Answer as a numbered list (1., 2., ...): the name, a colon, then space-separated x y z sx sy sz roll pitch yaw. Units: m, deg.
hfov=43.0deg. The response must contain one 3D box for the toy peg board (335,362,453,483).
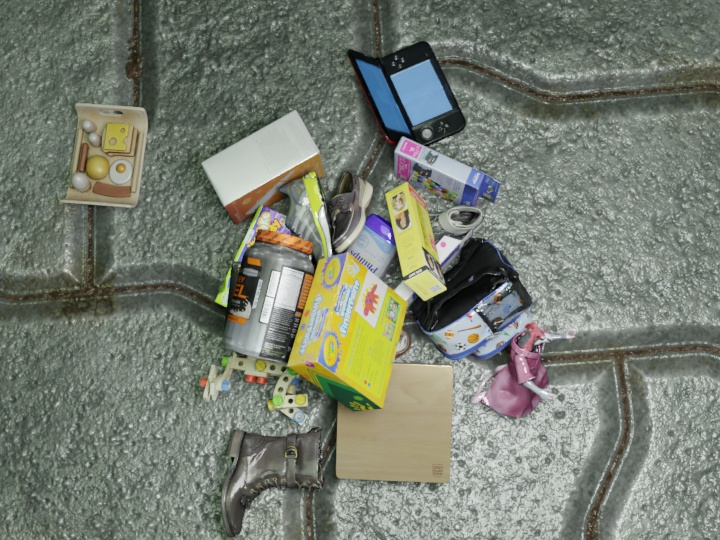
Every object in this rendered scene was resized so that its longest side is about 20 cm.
1. toy peg board: 0.061 0.257 1.607 0.197 0.098 0.203 2 92 5

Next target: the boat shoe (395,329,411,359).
1. boat shoe: -0.007 0.129 1.640 0.197 0.070 0.072 -3 76 1

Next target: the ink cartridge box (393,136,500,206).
1. ink cartridge box: 0.156 -0.169 1.673 0.198 0.119 0.042 23 76 7

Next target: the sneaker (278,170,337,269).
1. sneaker: -0.092 -0.073 1.647 0.080 0.074 0.203 -13 83 7

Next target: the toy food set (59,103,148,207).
1. toy food set: -0.492 -0.219 1.749 0.141 0.060 0.203 4 78 4

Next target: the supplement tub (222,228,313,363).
1. supplement tub: -0.147 0.042 1.494 0.121 0.123 0.203 13 85 6

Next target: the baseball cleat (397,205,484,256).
1. baseball cleat: 0.129 -0.081 1.662 0.197 0.106 0.071 -19 81 0

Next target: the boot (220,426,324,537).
1. boot: -0.149 0.367 1.592 0.171 0.069 0.203 4 75 4

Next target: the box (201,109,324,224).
1. box: -0.177 -0.189 1.692 0.198 0.124 0.098 -30 77 -3

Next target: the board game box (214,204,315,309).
1. board game box: -0.165 -0.001 1.690 0.133 0.045 0.202 22 79 8

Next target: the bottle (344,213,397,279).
1. bottle: 0.000 0.000 1.650 0.083 0.065 0.201 35 99 12

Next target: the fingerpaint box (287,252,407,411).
1. fingerpaint box: -0.018 0.102 1.495 0.073 0.166 0.202 -13 50 41

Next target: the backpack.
1. backpack: 0.192 0.062 1.590 0.189 0.200 0.155 -32 110 4

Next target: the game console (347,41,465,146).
1. game console: 0.089 -0.340 1.717 0.170 0.119 0.202 -23 77 -2

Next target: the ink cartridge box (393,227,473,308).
1. ink cartridge box: 0.125 -0.001 1.649 0.200 0.095 0.037 -44 78 -7

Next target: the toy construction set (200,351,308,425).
1. toy construction set: -0.182 0.195 1.628 0.197 0.092 0.133 10 78 -6

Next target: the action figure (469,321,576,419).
1. action figure: 0.278 0.154 1.562 0.147 0.202 0.134 18 47 20

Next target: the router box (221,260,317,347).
1. router box: -0.133 0.069 1.583 0.197 0.062 0.152 6 86 6

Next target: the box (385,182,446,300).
1. box: 0.095 -0.052 1.578 0.050 0.075 0.202 -28 48 21

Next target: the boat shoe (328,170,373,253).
1. boat shoe: -0.027 -0.109 1.647 0.065 0.072 0.201 40 38 -19
